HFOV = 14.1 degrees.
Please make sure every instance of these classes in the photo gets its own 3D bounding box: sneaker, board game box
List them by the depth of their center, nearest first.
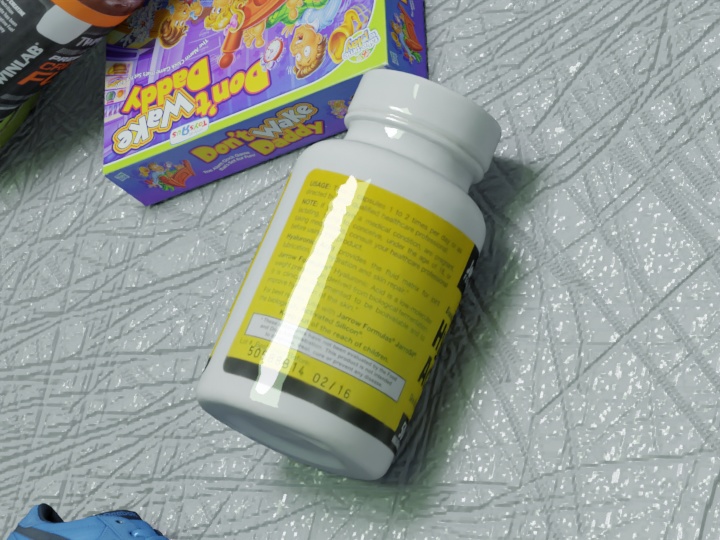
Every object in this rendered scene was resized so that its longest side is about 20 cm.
[{"bbox_3d":[-0.120,0.165,1.567,0.200,0.066,0.079,7,66,39],"label":"sneaker"},{"bbox_3d":[-0.057,-0.133,1.698,0.200,0.045,0.135,-20,55,27],"label":"board game box"}]

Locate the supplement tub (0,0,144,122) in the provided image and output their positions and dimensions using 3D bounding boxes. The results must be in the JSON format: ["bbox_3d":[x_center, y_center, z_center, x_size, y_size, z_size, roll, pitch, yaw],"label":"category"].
[{"bbox_3d":[-0.196,-0.170,1.723,0.200,0.107,0.107,-36,49,29],"label":"supplement tub"}]

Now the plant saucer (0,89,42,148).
[{"bbox_3d":[-0.265,-0.131,1.864,0.199,0.031,0.201,-17,57,28],"label":"plant saucer"}]

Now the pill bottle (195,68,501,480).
[{"bbox_3d":[0.000,0.000,1.536,0.111,0.111,0.201,13,75,41],"label":"pill bottle"}]
